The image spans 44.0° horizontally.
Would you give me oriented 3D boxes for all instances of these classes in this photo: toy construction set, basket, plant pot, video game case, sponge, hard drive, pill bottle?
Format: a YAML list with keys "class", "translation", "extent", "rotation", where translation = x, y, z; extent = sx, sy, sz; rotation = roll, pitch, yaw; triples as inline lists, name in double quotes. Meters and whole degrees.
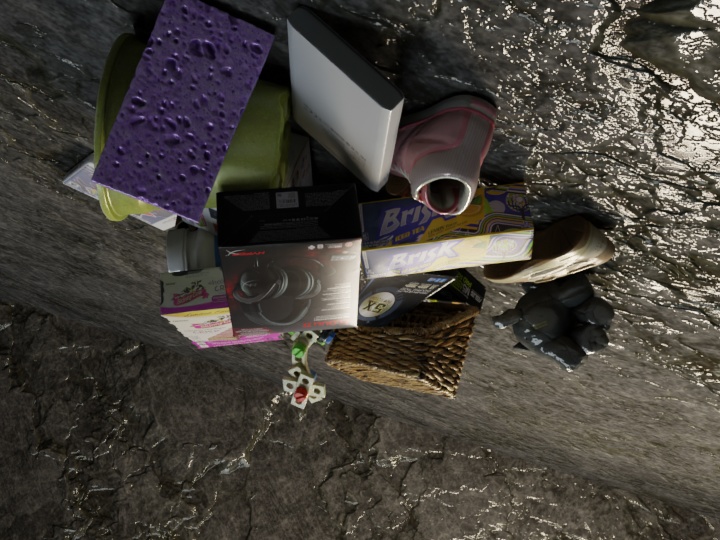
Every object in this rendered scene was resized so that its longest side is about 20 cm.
- class: "toy construction set"
  translation: [-0.072, 0.093, 1.282]
  extent: [0.092, 0.201, 0.131]
  rotation: [28, 128, -18]
- class: "basket"
  translation: [0.055, 0.094, 1.356]
  extent: [0.199, 0.150, 0.142]
  rotation: [6, 163, 41]
- class: "plant pot"
  translation: [-0.170, -0.144, 0.969]
  extent: [0.182, 0.202, 0.201]
  rotation: [6, 163, 0]
- class: "video game case"
  translation: [-0.388, -0.128, 1.507]
  extent: [0.199, 0.023, 0.182]
  rotation: [27, 161, -26]
- class: "sponge"
  translation: [-0.172, -0.158, 0.869]
  extent: [0.111, 0.202, 0.030]
  rotation: [23, -179, -12]
- class: "hard drive"
  translation: [-0.018, -0.164, 0.898]
  extent: [0.132, 0.027, 0.200]
  rotation: [43, 167, 9]
- class: "pill bottle"
  translation: [-0.174, -0.025, 1.287]
  extent: [0.198, 0.113, 0.112]
  rotation: [-4, 164, -4]

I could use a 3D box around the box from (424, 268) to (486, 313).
- class: "box"
  translation: [0.082, 0.006, 1.393]
  extent: [0.159, 0.045, 0.200]
  rotation: [5, 159, 38]

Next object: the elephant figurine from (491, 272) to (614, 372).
- class: "elephant figurine"
  translation: [0.282, 0.078, 1.289]
  extent: [0.155, 0.141, 0.200]
  rotation: [47, -179, 3]

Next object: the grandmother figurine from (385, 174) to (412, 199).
- class: "grandmother figurine"
  translation: [0.106, -0.064, 1.123]
  extent: [0.121, 0.061, 0.200]
  rotation: [16, 163, 42]

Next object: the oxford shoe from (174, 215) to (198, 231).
- class: "oxford shoe"
  translation: [-0.213, -0.079, 1.364]
  extent: [0.199, 0.085, 0.073]
  rotation: [-8, 146, 46]

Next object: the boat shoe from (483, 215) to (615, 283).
- class: "boat shoe"
  translation: [0.231, -0.013, 1.123]
  extent: [0.064, 0.072, 0.200]
  rotation: [26, 161, -24]

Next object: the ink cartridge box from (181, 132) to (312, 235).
- class: "ink cartridge box"
  translation: [-0.155, -0.113, 1.156]
  extent: [0.174, 0.084, 0.200]
  rotation: [19, 157, 8]

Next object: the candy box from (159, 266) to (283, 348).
- class: "candy box"
  translation: [-0.187, 0.054, 1.243]
  extent: [0.135, 0.062, 0.200]
  rotation: [-6, 161, 3]

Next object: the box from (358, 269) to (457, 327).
- class: "box"
  translation: [0.000, 0.000, 1.184]
  extent: [0.199, 0.087, 0.163]
  rotation: [7, 148, -41]

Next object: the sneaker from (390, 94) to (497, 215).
- class: "sneaker"
  translation: [0.066, -0.106, 0.941]
  extent: [0.075, 0.106, 0.200]
  rotation: [19, 165, -23]

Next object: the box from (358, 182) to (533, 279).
- class: "box"
  translation: [0.095, -0.045, 1.029]
  extent: [0.198, 0.071, 0.064]
  rotation: [-7, 148, 4]

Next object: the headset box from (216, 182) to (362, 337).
- class: "headset box"
  translation: [-0.076, -0.002, 0.985]
  extent: [0.147, 0.078, 0.201]
  rotation: [-4, 145, -5]
